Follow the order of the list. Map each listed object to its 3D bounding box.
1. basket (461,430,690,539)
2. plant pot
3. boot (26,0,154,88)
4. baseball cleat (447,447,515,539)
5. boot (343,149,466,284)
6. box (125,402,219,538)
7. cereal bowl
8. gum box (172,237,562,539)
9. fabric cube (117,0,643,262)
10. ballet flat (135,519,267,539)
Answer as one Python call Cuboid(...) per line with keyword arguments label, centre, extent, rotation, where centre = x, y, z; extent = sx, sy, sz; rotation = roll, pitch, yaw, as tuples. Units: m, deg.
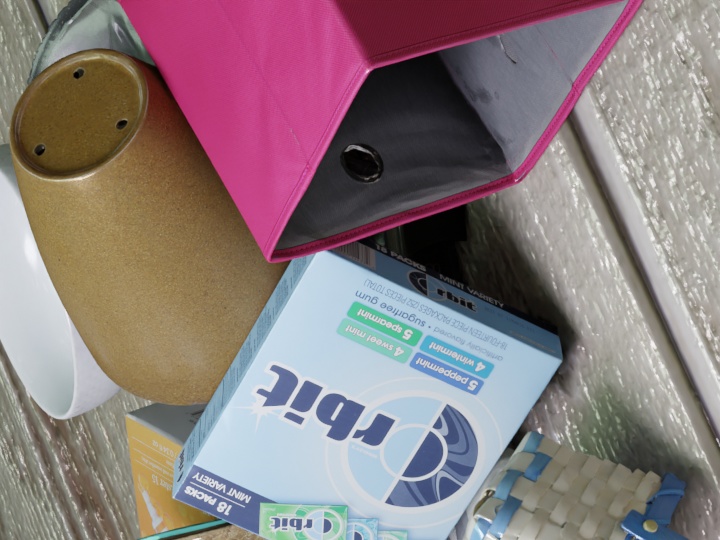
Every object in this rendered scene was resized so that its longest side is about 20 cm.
Cuboid(label="basket", centre=(0.149, 0.204, 1.463), extent=(0.199, 0.139, 0.177), rotation=(24, 135, 7))
Cuboid(label="plant pot", centre=(-0.133, -0.044, 1.541), extent=(0.186, 0.186, 0.200), rotation=(45, 175, 37))
Cuboid(label="boot", centre=(-0.140, -0.136, 1.644), extent=(0.132, 0.070, 0.201), rotation=(42, 124, 24))
Cuboid(label="baseball cleat", centre=(0.087, 0.207, 1.624), extent=(0.106, 0.069, 0.201), rotation=(18, 111, 60))
Cuboid(label="boot", centre=(0.000, 0.000, 1.650), extent=(0.174, 0.069, 0.201), rotation=(18, 110, 53))
Cuboid(label="box", centre=(-0.095, 0.201, 1.862), extent=(0.124, 0.097, 0.201), rotation=(21, 123, 52))
Cuboid(label="cereal bowl", centre=(-0.206, 0.000, 1.756), extent=(0.200, 0.083, 0.201), rotation=(49, 150, 43))
Cuboid(label="gum box", centre=(0.002, 0.088, 1.537), extent=(0.201, 0.169, 0.045), rotation=(-58, 16, 25))
Cuboid(label="fabric cube", centre=(0.005, -0.157, 1.431), extent=(0.200, 0.195, 0.200), rotation=(59, 147, 20))
Cuboid(label="ballet flat", centre=(-0.072, 0.193, 1.739), extent=(0.071, 0.199, 0.066), rotation=(52, -161, -82))
